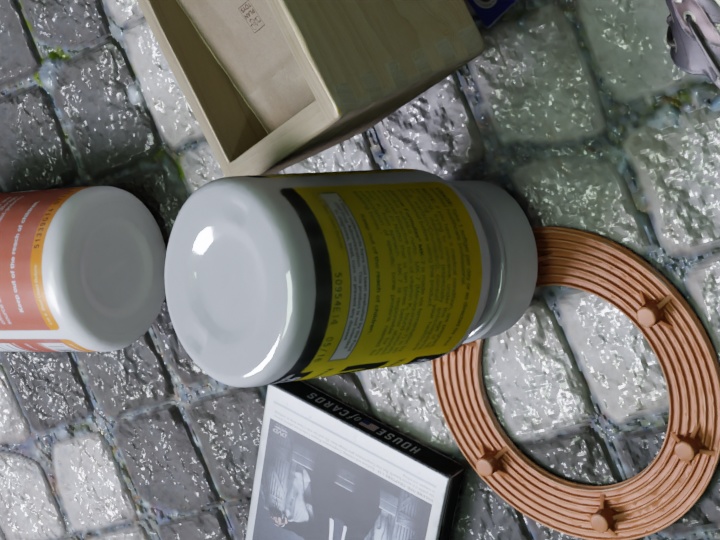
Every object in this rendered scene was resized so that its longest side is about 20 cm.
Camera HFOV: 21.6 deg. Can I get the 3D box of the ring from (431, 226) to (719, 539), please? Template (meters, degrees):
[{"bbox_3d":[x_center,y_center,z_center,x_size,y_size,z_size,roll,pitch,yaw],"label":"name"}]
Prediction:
[{"bbox_3d":[0.124,0.072,1.130,0.200,0.019,0.201,15,117,31],"label":"ring"}]

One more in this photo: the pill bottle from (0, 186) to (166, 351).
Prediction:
[{"bbox_3d":[-0.240,0.000,1.314,0.200,0.112,0.112,-1,108,37],"label":"pill bottle"}]

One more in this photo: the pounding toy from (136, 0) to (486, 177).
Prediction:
[{"bbox_3d":[-0.026,-0.180,1.041,0.200,0.142,0.184,63,152,0],"label":"pounding toy"}]

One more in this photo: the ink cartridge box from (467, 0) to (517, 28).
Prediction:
[{"bbox_3d":[0.035,-0.239,1.062,0.200,0.037,0.095,53,131,5],"label":"ink cartridge box"}]

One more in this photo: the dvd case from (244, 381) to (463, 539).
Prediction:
[{"bbox_3d":[-0.012,0.186,1.276,0.150,0.025,0.200,25,121,27],"label":"dvd case"}]

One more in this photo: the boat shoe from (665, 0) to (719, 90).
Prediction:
[{"bbox_3d":[0.188,-0.123,0.969,0.200,0.072,0.065,50,125,2],"label":"boat shoe"}]

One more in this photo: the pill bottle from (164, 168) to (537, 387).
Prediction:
[{"bbox_3d":[0.000,0.000,1.063,0.114,0.200,0.115,6,98,47],"label":"pill bottle"}]
